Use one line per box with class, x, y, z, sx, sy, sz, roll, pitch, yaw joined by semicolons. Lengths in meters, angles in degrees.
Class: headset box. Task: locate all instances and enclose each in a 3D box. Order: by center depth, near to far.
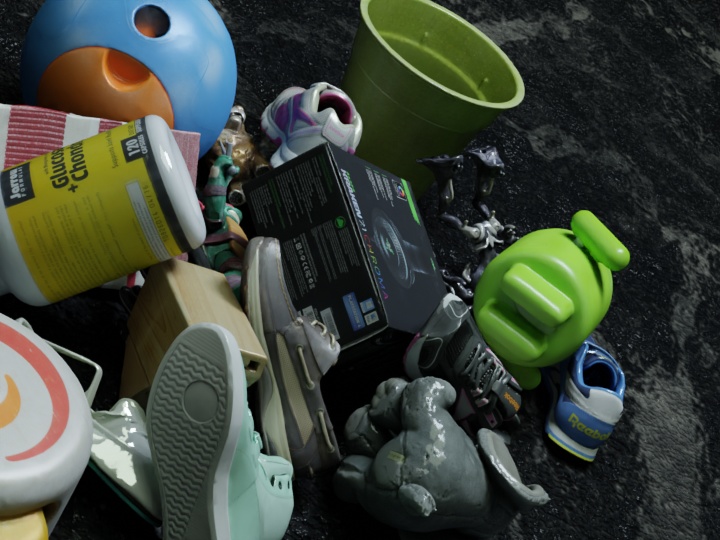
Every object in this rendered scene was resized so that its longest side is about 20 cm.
headset box;0.000;0.000;1.406;0.200;0.092;0.175;20;48;-64

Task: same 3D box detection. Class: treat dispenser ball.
treat dispenser ball;-0.213;-0.181;1.458;0.200;0.202;0.202;24;31;-15

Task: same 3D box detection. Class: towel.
towel;-0.234;-0.059;1.342;0.199;0.146;0.023;6;0;-31

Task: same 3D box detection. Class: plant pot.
plant pot;0.043;-0.166;1.695;0.199;0.191;0.201;25;31;-16

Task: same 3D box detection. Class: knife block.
knife block;-0.139;0.025;1.270;0.064;0.200;0.177;16;63;-25

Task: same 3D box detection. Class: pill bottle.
pill bottle;-0.230;-0.039;1.243;0.198;0.112;0.112;-21;44;-1

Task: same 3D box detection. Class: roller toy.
roller toy;-0.275;0.115;1.034;0.181;0.140;0.201;28;31;-8

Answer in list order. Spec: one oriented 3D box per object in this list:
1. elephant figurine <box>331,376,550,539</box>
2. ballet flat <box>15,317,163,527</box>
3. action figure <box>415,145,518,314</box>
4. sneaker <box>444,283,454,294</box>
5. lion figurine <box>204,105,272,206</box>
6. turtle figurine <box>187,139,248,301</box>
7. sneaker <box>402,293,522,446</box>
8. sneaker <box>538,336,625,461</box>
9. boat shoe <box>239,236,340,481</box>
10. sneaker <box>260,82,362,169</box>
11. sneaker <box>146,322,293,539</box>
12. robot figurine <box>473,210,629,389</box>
elephant figurine;0.088;0.181;1.316;0.199;0.141;0.156;35;55;-29
ballet flat;-0.203;0.107;1.175;0.199;0.070;0.069;38;30;11
action figure;0.117;-0.025;1.636;0.118;0.202;0.102;-13;10;-22
sneaker;0.077;0.065;1.507;0.200;0.080;0.074;43;29;13
lion figurine;-0.079;-0.077;1.584;0.200;0.073;0.123;40;7;-17
turtle figurine;-0.106;-0.018;1.428;0.150;0.100;0.201;41;22;-38
sneaker;0.102;0.092;1.374;0.086;0.081;0.200;27;-16;25
sneaker;0.229;0.105;1.591;0.073;0.083;0.201;23;30;-14
boat shoe;-0.055;0.070;1.278;0.073;0.202;0.074;-8;6;-10
sneaker;-0.039;-0.140;1.540;0.081;0.088;0.200;35;16;-23
sneaker;-0.097;0.128;1.164;0.073;0.202;0.118;8;14;26
robot figurine;0.178;0.024;1.524;0.115;0.176;0.200;35;21;10
